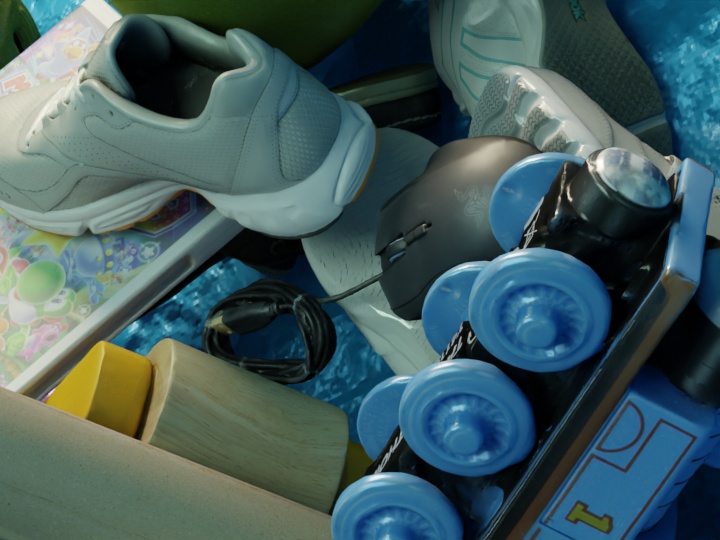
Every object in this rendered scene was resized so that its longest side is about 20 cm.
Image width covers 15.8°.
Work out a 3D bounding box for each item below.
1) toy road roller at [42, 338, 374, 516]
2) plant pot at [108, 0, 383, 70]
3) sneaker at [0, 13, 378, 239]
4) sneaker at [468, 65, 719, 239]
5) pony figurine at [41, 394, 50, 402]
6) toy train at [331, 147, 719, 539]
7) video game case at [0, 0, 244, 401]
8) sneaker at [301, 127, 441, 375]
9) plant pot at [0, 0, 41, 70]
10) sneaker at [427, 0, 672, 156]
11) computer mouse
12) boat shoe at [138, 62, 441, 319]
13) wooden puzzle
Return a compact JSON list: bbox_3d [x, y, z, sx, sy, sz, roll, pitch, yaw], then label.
[{"bbox_3d":[-0.088,0.133,1.029,0.200,0.122,0.147,-46,27,51],"label":"toy road roller"},{"bbox_3d":[-0.047,-0.158,1.066,0.186,0.200,0.188,0,69,-1],"label":"plant pot"},{"bbox_3d":[-0.090,-0.067,1.017,0.199,0.092,0.076,0,56,37],"label":"sneaker"},{"bbox_3d":[0.117,0.000,0.948,0.200,0.082,0.075,49,137,21],"label":"sneaker"},{"bbox_3d":[-0.194,0.091,1.189,0.193,0.166,0.200,41,107,11],"label":"pony figurine"},{"bbox_3d":[0.069,0.048,0.878,0.200,0.114,0.087,-59,9,34],"label":"toy train"},{"bbox_3d":[-0.146,-0.014,1.085,0.200,0.018,0.143,-40,55,-10],"label":"video game case"},{"bbox_3d":[0.037,0.030,1.030,0.075,0.089,0.200,-27,51,-8],"label":"sneaker"},{"bbox_3d":[-0.260,-0.085,1.275,0.189,0.200,0.201,5,81,29],"label":"plant pot"},{"bbox_3d":[0.070,-0.079,1.046,0.080,0.070,0.201,-41,54,55],"label":"sneaker"},{"bbox_3d":[0.000,0.000,0.972,0.200,0.034,0.059,-28,71,43],"label":"computer mouse"},{"bbox_3d":[-0.046,-0.029,1.131,0.200,0.072,0.066,-23,89,22],"label":"boat shoe"},{"bbox_3d":[-0.115,0.158,0.963,0.046,0.184,0.201,-83,15,-72],"label":"wooden puzzle"}]
